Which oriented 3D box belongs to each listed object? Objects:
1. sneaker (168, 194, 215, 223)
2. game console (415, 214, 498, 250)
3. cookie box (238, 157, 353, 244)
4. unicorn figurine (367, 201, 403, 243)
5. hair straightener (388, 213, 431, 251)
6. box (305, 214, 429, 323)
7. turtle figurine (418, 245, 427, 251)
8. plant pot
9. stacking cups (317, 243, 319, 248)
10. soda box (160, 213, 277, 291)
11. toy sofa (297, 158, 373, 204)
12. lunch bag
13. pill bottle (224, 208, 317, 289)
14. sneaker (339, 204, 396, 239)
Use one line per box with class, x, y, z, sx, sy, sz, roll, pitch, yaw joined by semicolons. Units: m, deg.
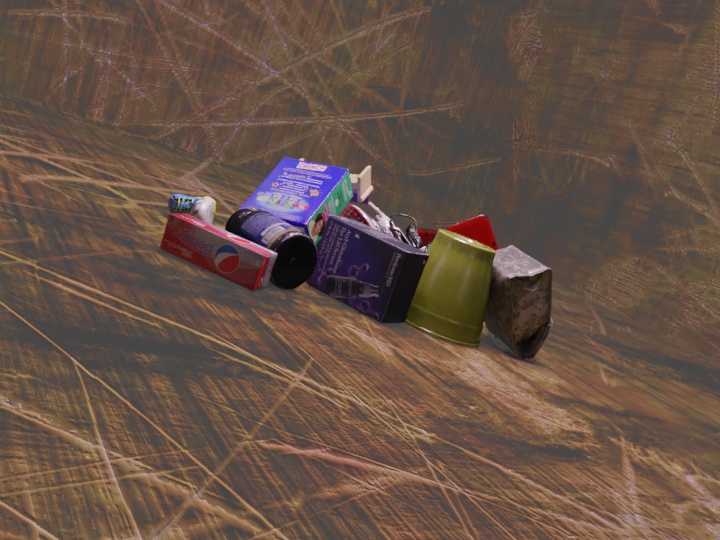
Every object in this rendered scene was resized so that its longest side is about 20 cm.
sneaker;-0.374;-0.128;1.681;0.103;0.077;0.200;7;3;-8
game console;0.247;-0.028;1.886;0.117;0.203;0.172;-29;18;-23
cookie box;-0.132;-0.144;1.629;0.168;0.076;0.201;13;46;24
unicorn figurine;0.057;-0.097;1.848;0.137;0.074;0.199;42;15;27
hair straightener;0.124;-0.049;1.751;0.076;0.041;0.202;-19;66;-19
box;0.013;-0.003;1.516;0.198;0.151;0.104;25;10;29
turtle figurine;0.224;0.021;1.801;0.197;0.197;0.144;-19;-10;-29
plant pot;0.187;0.026;1.589;0.197;0.196;0.200;19;8;-3
stacking cups;-0.090;-0.062;1.654;0.196;0.062;0.060;-11;18;-16
soda box;-0.251;-0.035;1.357;0.197;0.071;0.063;23;10;13
toy sofa;-0.073;-0.204;1.859;0.196;0.099;0.083;10;28;17
lunch bag;0.328;0.072;1.645;0.115;0.204;0.164;-11;22;-15
pill bottle;-0.178;-0.049;1.473;0.111;0.114;0.199;12;13;-42
sneaker;0.031;-0.058;1.617;0.200;0.081;0.074;47;29;15
